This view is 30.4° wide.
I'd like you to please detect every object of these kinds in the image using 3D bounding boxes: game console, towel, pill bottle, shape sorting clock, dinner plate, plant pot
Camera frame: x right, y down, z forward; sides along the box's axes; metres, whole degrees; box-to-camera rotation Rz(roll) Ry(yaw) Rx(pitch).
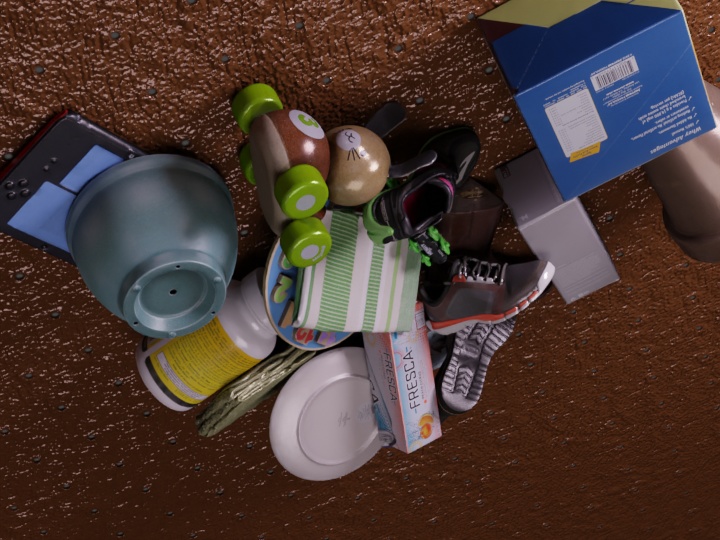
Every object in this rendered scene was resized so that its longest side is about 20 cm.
[{"bbox_3d":[-0.311,-0.083,1.506,0.176,0.031,0.199,-38,138,23],"label":"game console"},{"bbox_3d":[-0.143,0.155,1.770,0.148,0.037,0.200,-32,172,-28],"label":"towel"},{"bbox_3d":[-0.180,0.084,1.688,0.199,0.113,0.112,-34,139,20],"label":"pill bottle"},{"bbox_3d":[0.000,0.000,1.629,0.198,0.023,0.155,2,98,-45],"label":"towel"},{"bbox_3d":[-0.038,0.003,1.635,0.198,0.039,0.202,-20,123,-34],"label":"shape sorting clock"},{"bbox_3d":[-0.029,0.199,1.793,0.198,0.024,0.203,-13,118,-26],"label":"dinner plate"},{"bbox_3d":[-0.223,-0.011,1.503,0.198,0.135,0.202,-14,137,-13],"label":"plant pot"},{"bbox_3d":[0.422,-0.139,1.624,0.200,0.201,0.174,-39,120,24],"label":"plant pot"}]

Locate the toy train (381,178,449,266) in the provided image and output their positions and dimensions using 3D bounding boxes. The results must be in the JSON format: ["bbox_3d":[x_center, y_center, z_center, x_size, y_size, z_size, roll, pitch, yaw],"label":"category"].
[{"bbox_3d":[0.046,-0.079,1.610,0.041,0.057,0.200,-32,129,15],"label":"toy train"}]

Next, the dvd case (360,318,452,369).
[{"bbox_3d":[0.038,0.132,1.866,0.198,0.022,0.146,-24,155,-5],"label":"dvd case"}]

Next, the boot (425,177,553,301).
[{"bbox_3d":[0.175,-0.038,1.728,0.184,0.065,0.201,-7,136,-10],"label":"boot"}]

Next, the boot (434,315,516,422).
[{"bbox_3d":[0.142,0.116,1.846,0.077,0.201,0.138,31,158,-2],"label":"boot"}]

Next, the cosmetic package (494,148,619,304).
[{"bbox_3d":[0.252,-0.057,1.697,0.089,0.108,0.200,-25,143,10],"label":"cosmetic package"}]

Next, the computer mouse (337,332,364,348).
[{"bbox_3d":[-0.042,0.081,1.800,0.199,0.046,0.140,14,134,-43],"label":"computer mouse"}]

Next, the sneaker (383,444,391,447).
[{"bbox_3d":[0.021,0.206,1.873,0.198,0.081,0.146,-23,159,10],"label":"sneaker"}]

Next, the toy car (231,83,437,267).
[{"bbox_3d":[-0.021,-0.127,1.473,0.198,0.165,0.159,-19,143,-14],"label":"toy car"}]

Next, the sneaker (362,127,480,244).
[{"bbox_3d":[0.087,-0.094,1.547,0.200,0.083,0.077,-47,125,-31],"label":"sneaker"}]

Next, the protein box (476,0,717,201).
[{"bbox_3d":[0.267,-0.220,1.483,0.197,0.136,0.200,-26,141,10],"label":"protein box"}]

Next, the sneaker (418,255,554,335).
[{"bbox_3d":[0.151,0.019,1.681,0.199,0.077,0.082,-23,110,36],"label":"sneaker"}]

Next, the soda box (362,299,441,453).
[{"bbox_3d":[0.053,0.135,1.765,0.063,0.068,0.203,-21,112,-32],"label":"soda box"}]
